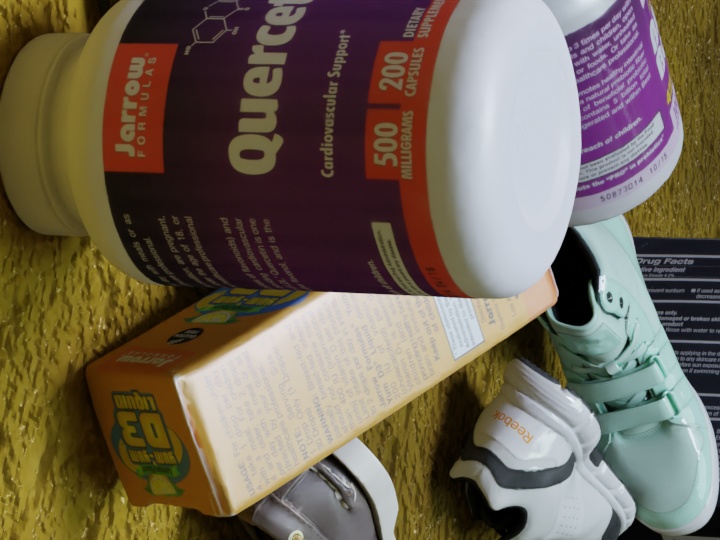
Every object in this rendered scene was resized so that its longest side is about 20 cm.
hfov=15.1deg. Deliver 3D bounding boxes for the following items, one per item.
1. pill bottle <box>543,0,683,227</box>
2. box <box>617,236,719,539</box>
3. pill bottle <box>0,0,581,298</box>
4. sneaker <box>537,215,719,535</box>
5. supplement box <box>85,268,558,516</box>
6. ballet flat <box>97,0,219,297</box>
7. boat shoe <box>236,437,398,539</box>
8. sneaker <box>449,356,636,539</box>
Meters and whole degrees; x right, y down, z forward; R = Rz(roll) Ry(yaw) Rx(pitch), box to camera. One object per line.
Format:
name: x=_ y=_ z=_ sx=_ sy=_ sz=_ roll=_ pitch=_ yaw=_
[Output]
pill bottle: x=0.093 y=-0.126 z=1.373 sx=0.200 sy=0.112 sz=0.112 roll=67 pitch=33 yaw=-45
box: x=0.244 y=0.092 z=1.628 sx=0.123 sy=0.200 sz=0.199 roll=63 pitch=37 yaw=-47
pill bottle: x=-0.028 y=-0.048 z=0.988 sx=0.112 sy=0.200 sz=0.113 roll=2 pitch=90 yaw=-67
sneaker: x=0.133 y=0.058 z=1.492 sx=0.201 sy=0.074 sz=0.118 roll=70 pitch=19 yaw=4
supplement box: x=-0.013 y=0.026 z=1.102 sx=0.200 sy=0.067 sz=0.069 roll=-34 pitch=112 yaw=-36
ballet flat: x=-0.053 y=-0.052 z=1.105 sx=0.067 sy=0.046 sz=0.200 roll=-46 pitch=135 yaw=-32
boat shoe: x=-0.012 y=0.136 z=1.211 sx=0.060 sy=0.072 sz=0.200 roll=-45 pitch=150 yaw=-19
sneaker: x=0.093 y=0.117 z=1.471 sx=0.080 sy=0.074 sz=0.200 roll=-51 pitch=151 yaw=-10
